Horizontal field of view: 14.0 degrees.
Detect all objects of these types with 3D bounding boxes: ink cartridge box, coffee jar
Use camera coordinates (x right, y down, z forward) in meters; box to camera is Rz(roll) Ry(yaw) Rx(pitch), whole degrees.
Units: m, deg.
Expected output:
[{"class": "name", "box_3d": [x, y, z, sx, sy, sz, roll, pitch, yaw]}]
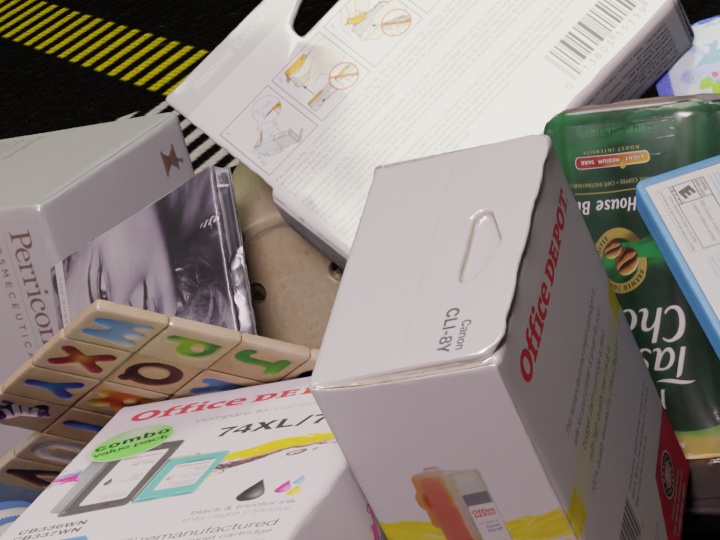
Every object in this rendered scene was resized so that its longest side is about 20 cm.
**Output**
[{"class": "ink cartridge box", "box_3d": [0.032, -0.097, 1.429, 0.200, 0.044, 0.174, -46, 57, -7]}, {"class": "coffee jar", "box_3d": [0.145, 0.021, 1.343, 0.104, 0.200, 0.085, -5, 2, 35]}, {"class": "ink cartridge box", "box_3d": [-0.050, 0.147, 1.200, 0.147, 0.146, 0.200, -10, 16, 20]}, {"class": "ink cartridge box", "box_3d": [0.063, 0.066, 1.205, 0.083, 0.200, 0.145, -10, 37, 21]}]

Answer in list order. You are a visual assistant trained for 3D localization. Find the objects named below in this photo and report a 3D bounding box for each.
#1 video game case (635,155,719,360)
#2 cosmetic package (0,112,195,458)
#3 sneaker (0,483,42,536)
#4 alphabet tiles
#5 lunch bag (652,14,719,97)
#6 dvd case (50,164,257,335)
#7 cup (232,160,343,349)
[{"class": "video game case", "box_3d": [0.236, -0.012, 1.252, 0.200, 0.018, 0.143, -18, 52, -9]}, {"class": "cosmetic package", "box_3d": [-0.204, 0.020, 1.735, 0.200, 0.167, 0.166, -8, 17, 29]}, {"class": "sneaker", "box_3d": [-0.135, 0.149, 1.394, 0.146, 0.081, 0.200, -9, 19, 24]}, {"class": "alphabet tiles", "box_3d": [-0.084, 0.069, 1.318, 0.167, 0.008, 0.200, 14, -29, -26]}, {"class": "lunch bag", "box_3d": [0.241, -0.041, 1.430, 0.170, 0.200, 0.127, -16, 4, 4]}, {"class": "dvd case", "box_3d": [-0.104, 0.045, 1.494, 0.016, 0.149, 0.200, -3, -13, -30]}, {"class": "cup", "box_3d": [0.000, 0.000, 1.514, 0.200, 0.200, 0.143, -8, 11, 27]}]
